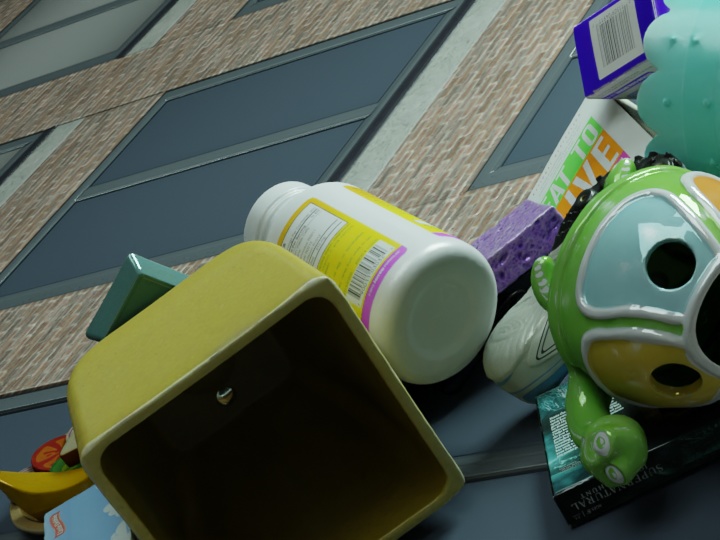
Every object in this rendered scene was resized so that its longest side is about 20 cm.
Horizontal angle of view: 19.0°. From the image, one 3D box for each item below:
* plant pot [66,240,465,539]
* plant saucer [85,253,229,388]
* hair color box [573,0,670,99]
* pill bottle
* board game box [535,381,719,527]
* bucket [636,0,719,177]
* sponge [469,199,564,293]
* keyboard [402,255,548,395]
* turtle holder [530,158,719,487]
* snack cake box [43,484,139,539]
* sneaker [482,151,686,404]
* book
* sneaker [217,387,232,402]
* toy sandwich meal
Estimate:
[{"bbox_3d":[-0.083,0.094,1.456,0.195,0.195,0.200,-36,28,-4],"label":"plant pot"},{"bbox_3d":[-0.103,0.051,1.570,0.070,0.199,0.019,-60,39,10],"label":"plant saucer"},{"bbox_3d":[0.276,-0.174,1.637,0.199,0.065,0.109,-4,-13,-28],"label":"hair color box"},{"bbox_3d":[0.000,0.000,1.525,0.104,0.105,0.200,-37,37,-19],"label":"pill bottle"},{"bbox_3d":[0.211,0.080,1.383,0.199,0.028,0.135,-26,22,11],"label":"board game box"},{"bbox_3d":[0.299,-0.118,1.479,0.134,0.208,0.207,5,39,39],"label":"bucket"},{"bbox_3d":[0.065,0.019,1.602,0.200,0.030,0.112,-39,8,0],"label":"sponge"},{"bbox_3d":[0.069,0.064,1.600,0.200,0.040,0.104,-39,4,-6],"label":"keyboard"},{"bbox_3d":[0.181,0.025,1.314,0.185,0.142,0.132,-35,24,-15],"label":"turtle holder"},{"bbox_3d":[-0.147,0.228,1.396,0.067,0.115,0.200,-30,22,2],"label":"snack cake box"},{"bbox_3d":[0.161,0.006,1.462,0.200,0.072,0.072,-54,30,17],"label":"sneaker"},{"bbox_3d":[0.186,-0.051,1.626,0.134,0.048,0.200,-57,18,12],"label":"book"},{"bbox_3d":[-0.132,0.103,1.634,0.088,0.075,0.200,4,51,53],"label":"sneaker"},{"bbox_3d":[-0.208,0.135,1.733,0.204,0.071,0.205,-25,22,11],"label":"toy sandwich meal"}]
